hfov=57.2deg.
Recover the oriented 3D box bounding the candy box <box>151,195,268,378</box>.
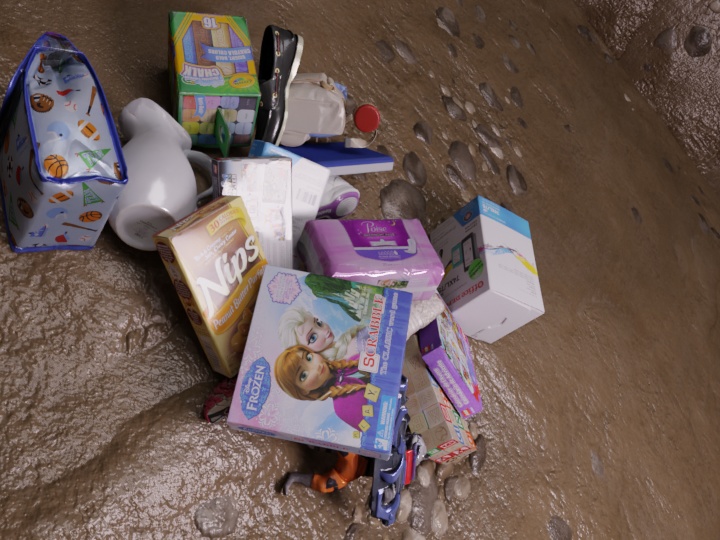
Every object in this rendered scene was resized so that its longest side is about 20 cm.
[{"bbox_3d":[-0.174,0.020,0.858,0.115,0.054,0.205,-35,118,-34],"label":"candy box"}]

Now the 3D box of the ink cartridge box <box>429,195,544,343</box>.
[{"bbox_3d":[0.232,0.002,1.239,0.143,0.146,0.205,21,51,-30],"label":"ink cartridge box"}]

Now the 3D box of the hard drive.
[{"bbox_3d":[-0.054,-0.194,1.144,0.130,0.026,0.197,26,27,38],"label":"hard drive"}]

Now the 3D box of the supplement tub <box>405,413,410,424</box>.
[{"bbox_3d":[-0.007,0.150,0.964,0.106,0.106,0.203,-29,85,-47],"label":"supplement tub"}]

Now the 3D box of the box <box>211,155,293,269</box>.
[{"bbox_3d":[-0.148,-0.053,0.920,0.107,0.035,0.207,-6,105,-27],"label":"box"}]

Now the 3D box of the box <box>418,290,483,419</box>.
[{"bbox_3d":[0.140,0.124,1.082,0.138,0.038,0.202,55,17,-23],"label":"box"}]

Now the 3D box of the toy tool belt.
[{"bbox_3d":[-0.066,-0.283,1.151,0.193,0.128,0.124,1,25,-5],"label":"toy tool belt"}]

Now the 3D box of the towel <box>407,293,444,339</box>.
[{"bbox_3d":[0.029,0.019,1.029,0.131,0.035,0.200,-32,70,-31],"label":"towel"}]

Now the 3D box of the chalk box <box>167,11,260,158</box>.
[{"bbox_3d":[-0.226,-0.270,1.006,0.120,0.125,0.205,-3,63,-20],"label":"chalk box"}]

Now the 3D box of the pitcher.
[{"bbox_3d":[-0.263,-0.119,0.910,0.169,0.121,0.204,26,37,-34],"label":"pitcher"}]

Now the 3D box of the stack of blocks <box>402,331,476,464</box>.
[{"bbox_3d":[0.105,0.190,1.038,0.115,0.058,0.204,37,29,-56],"label":"stack of blocks"}]

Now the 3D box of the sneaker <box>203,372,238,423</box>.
[{"bbox_3d":[-0.108,0.158,0.861,0.195,0.080,0.077,-17,101,-16],"label":"sneaker"}]

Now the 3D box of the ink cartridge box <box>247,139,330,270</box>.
[{"bbox_3d":[-0.134,-0.075,0.982,0.113,0.066,0.205,18,94,-31],"label":"ink cartridge box"}]

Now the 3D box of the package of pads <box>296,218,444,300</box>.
[{"bbox_3d":[0.013,-0.015,0.967,0.195,0.077,0.122,-3,50,-28],"label":"package of pads"}]

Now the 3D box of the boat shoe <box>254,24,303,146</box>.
[{"bbox_3d":[-0.143,-0.277,1.036,0.062,0.073,0.208,11,93,-33],"label":"boat shoe"}]

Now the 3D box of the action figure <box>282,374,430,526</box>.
[{"bbox_3d":[0.004,0.220,0.873,0.188,0.105,0.206,9,100,-17],"label":"action figure"}]

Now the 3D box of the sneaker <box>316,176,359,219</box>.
[{"bbox_3d":[-0.098,-0.123,1.101,0.196,0.076,0.100,-11,48,-42],"label":"sneaker"}]

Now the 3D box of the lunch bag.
[{"bbox_3d":[-0.372,-0.150,0.790,0.121,0.169,0.205,-3,67,-42],"label":"lunch bag"}]

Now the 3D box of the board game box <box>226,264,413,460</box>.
[{"bbox_3d":[-0.044,0.108,0.806,0.193,0.041,0.205,10,65,1],"label":"board game box"}]
